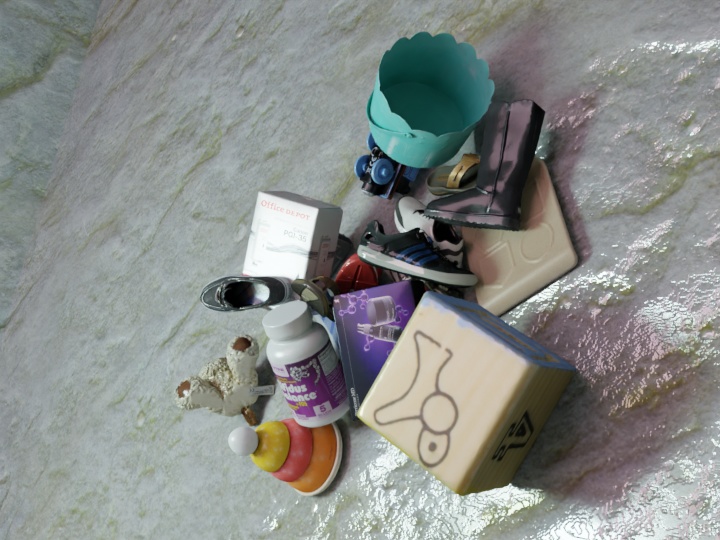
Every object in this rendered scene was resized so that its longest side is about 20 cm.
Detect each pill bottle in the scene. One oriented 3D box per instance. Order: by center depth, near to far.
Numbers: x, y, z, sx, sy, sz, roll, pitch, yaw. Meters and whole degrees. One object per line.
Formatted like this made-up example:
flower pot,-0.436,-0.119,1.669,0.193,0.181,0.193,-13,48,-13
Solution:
pill bottle,-0.094,0.158,1.563,0.112,0.201,0.112,-18,22,8

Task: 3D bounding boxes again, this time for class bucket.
bucket,0.110,-0.282,1.538,0.135,0.206,0.208,117,158,-63

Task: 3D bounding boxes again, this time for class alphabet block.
alphabet block,0.149,0.167,1.263,0.195,0.196,0.201,35,100,30

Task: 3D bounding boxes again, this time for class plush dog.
plush dog,-0.274,0.230,1.875,0.200,0.161,0.172,-39,22,-8

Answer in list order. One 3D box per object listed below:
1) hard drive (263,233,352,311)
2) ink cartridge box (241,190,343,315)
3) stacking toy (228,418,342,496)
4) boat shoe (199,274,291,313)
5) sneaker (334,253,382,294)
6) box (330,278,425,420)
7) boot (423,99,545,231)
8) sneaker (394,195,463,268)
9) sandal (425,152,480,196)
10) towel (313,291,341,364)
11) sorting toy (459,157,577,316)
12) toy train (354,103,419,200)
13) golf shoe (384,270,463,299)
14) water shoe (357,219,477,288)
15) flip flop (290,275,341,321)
hard drive,-0.124,-0.003,1.774,0.200,0.139,0.038,-54,39,17
ink cartridge box,-0.127,-0.033,1.649,0.146,0.083,0.201,18,101,31
stacking toy,-0.143,0.304,1.593,0.146,0.199,0.147,-27,52,41
boat shoe,-0.218,0.044,1.621,0.199,0.066,0.070,0,93,32
sneaker,0.000,0.000,1.607,0.200,0.078,0.116,100,-179,-58
box,0.044,0.127,1.460,0.140,0.079,0.201,-13,82,21
boot,0.193,-0.169,1.443,0.164,0.066,0.201,9,86,28
sneaker,0.121,-0.073,1.545,0.200,0.073,0.080,54,149,41
sandal,0.175,-0.170,1.542,0.082,0.055,0.200,-51,28,-21
towel,-0.077,0.152,1.689,0.147,0.024,0.201,57,135,47
sorting toy,0.243,-0.050,1.436,0.185,0.036,0.201,-37,51,34
toy train,0.070,-0.219,1.664,0.087,0.114,0.201,22,89,54
golf shoe,0.086,0.034,1.552,0.200,0.077,0.088,40,109,52
water shoe,0.093,-0.028,1.451,0.199,0.071,0.079,16,87,12
flip flop,-0.061,0.041,1.539,0.081,0.200,0.058,41,88,16
